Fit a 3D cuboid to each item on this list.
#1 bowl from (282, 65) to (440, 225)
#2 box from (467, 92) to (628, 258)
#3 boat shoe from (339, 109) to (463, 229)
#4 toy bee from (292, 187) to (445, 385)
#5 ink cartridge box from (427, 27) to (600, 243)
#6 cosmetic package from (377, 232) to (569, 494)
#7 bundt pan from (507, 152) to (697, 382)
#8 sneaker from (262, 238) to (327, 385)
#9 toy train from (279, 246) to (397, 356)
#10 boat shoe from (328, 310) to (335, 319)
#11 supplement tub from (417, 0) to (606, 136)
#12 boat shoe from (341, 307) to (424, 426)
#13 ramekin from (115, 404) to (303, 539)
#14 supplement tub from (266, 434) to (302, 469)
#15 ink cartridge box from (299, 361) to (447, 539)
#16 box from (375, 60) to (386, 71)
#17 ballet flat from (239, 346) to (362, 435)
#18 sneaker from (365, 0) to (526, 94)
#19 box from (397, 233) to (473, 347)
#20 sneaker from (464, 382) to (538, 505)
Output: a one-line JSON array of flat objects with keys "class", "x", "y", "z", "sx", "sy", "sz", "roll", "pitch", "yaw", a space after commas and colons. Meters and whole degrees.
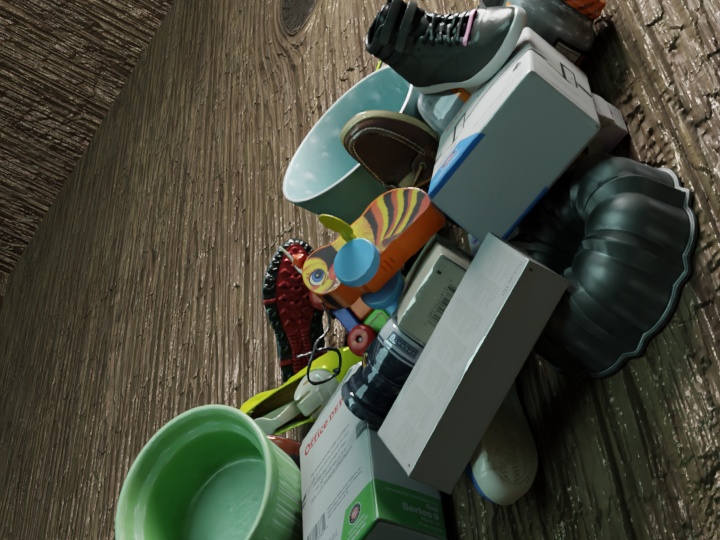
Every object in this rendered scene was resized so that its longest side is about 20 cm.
[{"class": "bowl", "x": 0.017, "y": -0.123, "z": 1.358, "sx": 0.200, "sy": 0.105, "sz": 0.202, "roll": -37, "pitch": 28, "yaw": 23}, {"class": "box", "x": 0.179, "y": -0.082, "z": 1.175, "sx": 0.200, "sy": 0.038, "sz": 0.042, "roll": -50, "pitch": 25, "yaw": 31}, {"class": "boat shoe", "x": 0.064, "y": -0.093, "z": 1.232, "sx": 0.072, "sy": 0.199, "sz": 0.073, "roll": -40, "pitch": 39, "yaw": 24}, {"class": "toy bee", "x": -0.016, "y": -0.008, "z": 1.169, "sx": 0.199, "sy": 0.132, "sz": 0.108, "roll": -38, "pitch": 46, "yaw": -19}, {"class": "ink cartridge box", "x": 0.139, "y": -0.126, "z": 1.112, "sx": 0.147, "sy": 0.084, "sz": 0.200, "roll": -51, "pitch": 9, "yaw": 20}, {"class": "cosmetic package", "x": 0.092, "y": 0.076, "z": 1.007, "sx": 0.202, "sy": 0.050, "sz": 0.083, "roll": -61, "pitch": 23, "yaw": 8}, {"class": "bundt pan", "x": 0.192, "y": -0.013, "z": 1.042, "sx": 0.202, "sy": 0.075, "sz": 0.204, "roll": -45, "pitch": 31, "yaw": 36}, {"class": "sneaker", "x": -0.081, "y": 0.059, "z": 1.459, "sx": 0.096, "sy": 0.078, "sz": 0.204, "roll": -135, "pitch": 41, "yaw": -74}, {"class": "toy train", "x": 0.000, "y": 0.000, "z": 1.334, "sx": 0.116, "sy": 0.084, "sz": 0.200, "roll": -47, "pitch": 64, "yaw": 11}, {"class": "boat shoe", "x": 0.008, "y": -0.015, "z": 1.410, "sx": 0.072, "sy": 0.066, "sz": 0.201, "roll": -38, "pitch": -4, "yaw": -46}, {"class": "supplement tub", "x": 0.157, "y": -0.218, "z": 1.247, "sx": 0.201, "sy": 0.121, "sz": 0.123, "roll": -56, "pitch": 26, "yaw": 20}, {"class": "boat shoe", "x": 0.030, "y": 0.093, "z": 1.174, "sx": 0.091, "sy": 0.071, "sz": 0.200, "roll": -52, "pitch": -9, "yaw": 6}, {"class": "ramekin", "x": -0.149, "y": 0.252, "z": 1.259, "sx": 0.197, "sy": 0.098, "sz": 0.203, "roll": -18, "pitch": 53, "yaw": 25}, {"class": "supplement tub", "x": -0.112, "y": 0.293, "z": 1.348, "sx": 0.107, "sy": 0.106, "sz": 0.203, "roll": -32, "pitch": 40, "yaw": 51}, {"class": "ink cartridge box", "x": 0.007, "y": 0.215, "z": 1.187, "sx": 0.147, "sy": 0.083, "sz": 0.202, "roll": -56, "pitch": 25, "yaw": 34}, {"class": "box", "x": 0.052, "y": -0.189, "z": 1.533, "sx": 0.192, "sy": 0.047, "sz": 0.203, "roll": -8, "pitch": 61, "yaw": 65}, {"class": "ballet flat", "x": -0.070, "y": 0.153, "z": 1.389, "sx": 0.198, "sy": 0.067, "sz": 0.067, "roll": -29, "pitch": 6, "yaw": 26}, {"class": "sneaker", "x": 0.072, "y": -0.226, "z": 1.161, "sx": 0.199, "sy": 0.098, "sz": 0.072, "roll": -7, "pitch": 60, "yaw": 61}, {"class": "box", "x": 0.080, "y": 0.023, "z": 1.160, "sx": 0.083, "sy": 0.068, "sz": 0.200, "roll": -58, "pitch": 2, "yaw": 8}, {"class": "sneaker", "x": 0.091, "y": 0.156, "z": 1.085, "sx": 0.111, "sy": 0.076, "sz": 0.201, "roll": -47, "pitch": 26, "yaw": 25}]
